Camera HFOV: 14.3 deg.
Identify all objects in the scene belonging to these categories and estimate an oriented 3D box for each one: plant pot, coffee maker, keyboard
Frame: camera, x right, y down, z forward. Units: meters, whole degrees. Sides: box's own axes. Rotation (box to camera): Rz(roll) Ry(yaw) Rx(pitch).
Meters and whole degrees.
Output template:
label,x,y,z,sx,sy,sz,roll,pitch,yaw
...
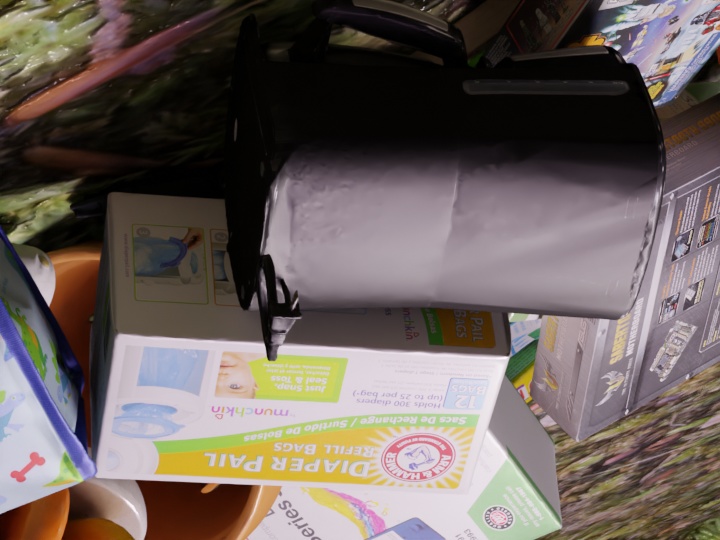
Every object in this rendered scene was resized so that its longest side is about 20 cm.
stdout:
label,x,y,z,sx,sy,sz,roll,pitch,yaw
plant pot,-0.111,0.069,1.647,0.200,0.200,0.140,-32,178,30
coffee maker,0.040,-0.030,1.388,0.199,0.193,0.135,1,151,-10
keyboard,-0.055,-0.063,1.573,0.200,0.040,0.104,-12,-175,-38

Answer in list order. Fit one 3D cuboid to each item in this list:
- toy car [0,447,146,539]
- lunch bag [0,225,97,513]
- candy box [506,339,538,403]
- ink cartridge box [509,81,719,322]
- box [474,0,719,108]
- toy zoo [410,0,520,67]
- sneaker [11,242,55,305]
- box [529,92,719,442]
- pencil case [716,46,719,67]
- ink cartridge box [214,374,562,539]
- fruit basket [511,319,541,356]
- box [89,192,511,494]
label,x,y,z,sx,sy,sz,roll,pitch,yaw
toy car,-0.218,0.168,1.530,0.200,0.175,0.150,-22,130,29
lunch bag,-0.244,0.039,1.400,0.170,0.128,0.200,-23,121,3
candy box,0.087,0.058,1.924,0.200,0.102,0.026,-39,129,-22
ink cartridge box,0.171,-0.045,1.722,0.200,0.048,0.146,-5,132,-45
box,0.151,-0.148,1.485,0.137,0.040,0.200,-13,153,-34
toy zoo,0.109,-0.121,1.602,0.131,0.021,0.200,-33,161,33
sneaker,-0.255,0.045,1.550,0.200,0.074,0.115,-31,159,23
box,0.184,-0.008,1.688,0.158,0.048,0.200,-27,145,-26
pencil case,0.249,-0.084,1.583,0.088,0.201,0.088,-14,175,-1
ink cartridge box,0.006,0.129,1.793,0.200,0.088,0.145,-24,126,18
fruit basket,0.138,-0.019,1.843,0.200,0.094,0.185,-23,164,1
box,-0.034,0.038,1.459,0.199,0.102,0.113,3,135,-10
